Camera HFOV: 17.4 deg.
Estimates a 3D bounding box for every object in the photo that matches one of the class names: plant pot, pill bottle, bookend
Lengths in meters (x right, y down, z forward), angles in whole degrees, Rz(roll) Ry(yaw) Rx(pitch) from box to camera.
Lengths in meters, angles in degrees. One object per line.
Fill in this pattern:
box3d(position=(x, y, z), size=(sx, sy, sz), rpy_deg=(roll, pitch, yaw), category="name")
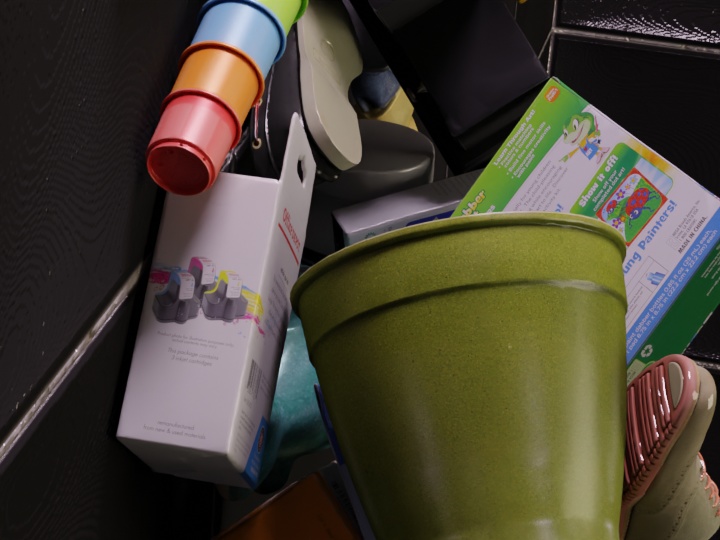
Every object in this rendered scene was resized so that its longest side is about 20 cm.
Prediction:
box3d(position=(0.072, 0.092, 1.350), size=(0.200, 0.199, 0.194), rpy_deg=(71, 9, -71), category="plant pot")
box3d(position=(0.000, 0.000, 1.689), size=(0.116, 0.115, 0.201), rpy_deg=(-65, 161, -61), category="pill bottle")
box3d(position=(0.046, -0.172, 1.549), size=(0.200, 0.092, 0.199), rpy_deg=(59, 5, 6), category="bookend")

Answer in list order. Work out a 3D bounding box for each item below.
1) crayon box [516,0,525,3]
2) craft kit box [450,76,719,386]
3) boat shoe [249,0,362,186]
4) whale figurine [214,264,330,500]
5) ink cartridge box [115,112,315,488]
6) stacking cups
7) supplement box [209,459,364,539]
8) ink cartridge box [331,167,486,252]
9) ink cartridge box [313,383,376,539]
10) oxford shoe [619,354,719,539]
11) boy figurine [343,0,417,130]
box3d(position=(0.078, -0.266, 1.583), size=(0.127, 0.051, 0.200), rpy_deg=(57, 2, -38), category="crayon box")
box3d(position=(0.129, 0.006, 1.490), size=(0.048, 0.197, 0.200), rpy_deg=(29, 100, -46), category="craft kit box")
box3d(position=(-0.038, -0.126, 1.523), size=(0.074, 0.063, 0.202), rpy_deg=(47, 27, -32), category="boat shoe")
box3d(position=(-0.042, 0.076, 1.520), size=(0.200, 0.103, 0.160), rpy_deg=(-65, 162, -67), category="whale figurine")
box3d(position=(-0.079, 0.014, 1.351), size=(0.115, 0.068, 0.201), rpy_deg=(71, 29, -75), category="ink cartridge box")
box3d(position=(-0.068, -0.120, 1.321), size=(0.061, 0.060, 0.200), rpy_deg=(89, 13, -47), category="stacking cups")
box3d(position=(-0.044, 0.182, 1.517), size=(0.074, 0.126, 0.200), rpy_deg=(57, 7, 5), category="supplement box")
box3d(position=(0.081, -0.018, 1.619), size=(0.039, 0.199, 0.100), rpy_deg=(-124, -156, -54), category="ink cartridge box")
box3d(position=(0.033, 0.166, 1.457), size=(0.201, 0.042, 0.119), rpy_deg=(67, 9, 26), category="ink cartridge box")
box3d(position=(0.183, 0.120, 1.392), size=(0.200, 0.073, 0.071), rpy_deg=(107, -12, -51), category="oxford shoe")
box3d(position=(0.014, -0.138, 1.810), size=(0.200, 0.064, 0.125), rpy_deg=(81, 19, -65), category="boy figurine")
